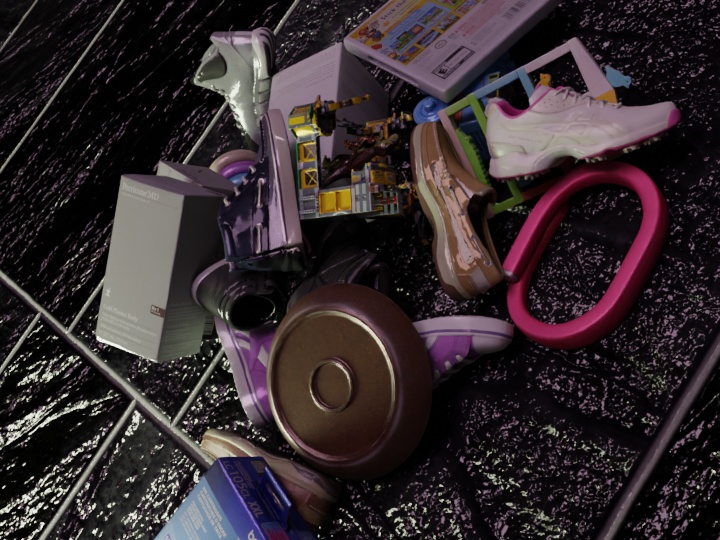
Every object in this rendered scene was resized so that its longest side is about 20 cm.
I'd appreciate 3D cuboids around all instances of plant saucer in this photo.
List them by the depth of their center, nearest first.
[{"bbox_3d":[-0.022,0.115,1.020,0.198,0.034,0.203,2,94,31],"label":"plant saucer"}]

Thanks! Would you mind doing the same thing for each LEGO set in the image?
[{"bbox_3d":[0.020,-0.117,1.105,0.115,0.199,0.156,-4,79,37],"label":"LEGO set"}]

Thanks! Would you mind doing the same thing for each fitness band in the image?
[{"bbox_3d":[0.221,-0.018,1.003,0.143,0.037,0.201,21,77,46],"label":"fitness band"}]

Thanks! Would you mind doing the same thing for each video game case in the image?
[{"bbox_3d":[0.107,-0.295,1.190,0.200,0.023,0.182,-43,50,-15],"label":"video game case"}]

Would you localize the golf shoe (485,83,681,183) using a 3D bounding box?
[{"bbox_3d":[0.217,-0.150,1.012,0.198,0.075,0.093,-12,95,22],"label":"golf shoe"}]

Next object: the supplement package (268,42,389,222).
[{"bbox_3d":[-0.043,-0.159,1.263,0.116,0.117,0.202,-18,50,29],"label":"supplement package"}]

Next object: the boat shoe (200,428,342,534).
[{"bbox_3d":[-0.108,0.227,1.083,0.199,0.075,0.075,15,77,44],"label":"boat shoe"}]

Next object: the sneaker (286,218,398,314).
[{"bbox_3d":[0.000,0.000,1.128,0.113,0.077,0.200,-11,29,25],"label":"sneaker"}]

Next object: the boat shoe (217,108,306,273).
[{"bbox_3d":[-0.118,-0.089,1.127,0.092,0.075,0.202,-9,62,-2],"label":"boat shoe"}]

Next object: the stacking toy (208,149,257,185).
[{"bbox_3d":[-0.138,-0.066,1.312,0.085,0.085,0.201,-37,49,14],"label":"stacking toy"}]

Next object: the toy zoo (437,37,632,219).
[{"bbox_3d":[0.195,-0.155,1.069,0.199,0.020,0.132,-25,93,24],"label":"toy zoo"}]

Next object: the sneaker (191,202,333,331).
[{"bbox_3d":[-0.092,-0.001,1.159,0.199,0.071,0.099,-36,42,-11],"label":"sneaker"}]

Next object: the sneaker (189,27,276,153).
[{"bbox_3d":[-0.170,-0.236,1.357,0.114,0.202,0.075,4,37,3],"label":"sneaker"}]

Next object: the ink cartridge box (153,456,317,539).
[{"bbox_3d":[-0.124,0.281,1.001,0.201,0.076,0.137,-51,57,18],"label":"ink cartridge box"}]

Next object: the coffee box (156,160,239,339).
[{"bbox_3d":[-0.223,-0.025,1.293,0.113,0.079,0.202,31,109,46],"label":"coffee box"}]

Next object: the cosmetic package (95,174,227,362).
[{"bbox_3d":[-0.235,-0.006,1.190,0.106,0.090,0.203,15,104,29],"label":"cosmetic package"}]

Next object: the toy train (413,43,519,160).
[{"bbox_3d":[0.129,-0.215,1.187,0.113,0.087,0.202,-10,53,24],"label":"toy train"}]

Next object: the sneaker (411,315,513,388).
[{"bbox_3d":[0.067,0.111,1.033,0.199,0.072,0.116,-12,73,28],"label":"sneaker"}]

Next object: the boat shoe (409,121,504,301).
[{"bbox_3d":[0.109,-0.072,1.057,0.076,0.071,0.202,-24,72,32],"label":"boat shoe"}]

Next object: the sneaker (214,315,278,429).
[{"bbox_3d":[-0.098,0.086,1.175,0.114,0.073,0.201,-31,45,1],"label":"sneaker"}]
